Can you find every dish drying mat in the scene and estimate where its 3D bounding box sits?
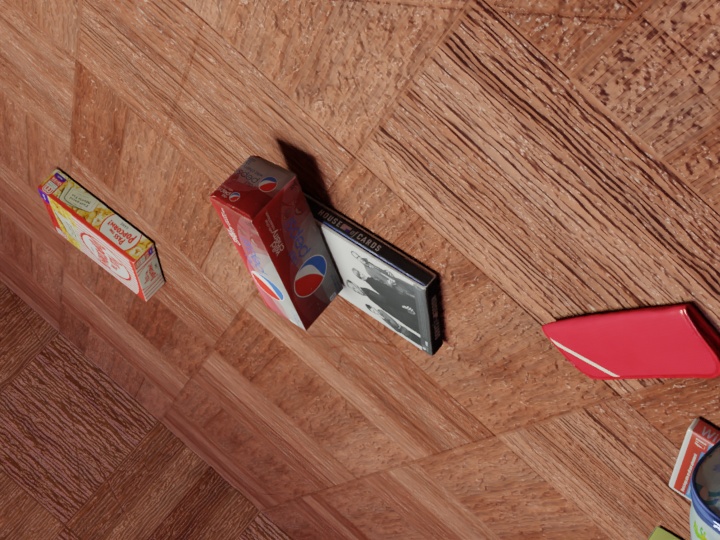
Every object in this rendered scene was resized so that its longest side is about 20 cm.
[{"bbox_3d":[0.230,0.064,1.014,0.077,0.018,0.200,47,159,-13],"label":"dish drying mat"}]

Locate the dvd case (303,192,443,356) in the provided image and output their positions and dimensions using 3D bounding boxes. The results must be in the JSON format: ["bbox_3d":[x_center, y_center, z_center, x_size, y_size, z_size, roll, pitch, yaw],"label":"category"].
[{"bbox_3d":[0.000,0.000,1.291,0.200,0.025,0.150,33,159,23],"label":"dvd case"}]

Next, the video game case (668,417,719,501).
[{"bbox_3d":[0.372,0.218,1.073,0.200,0.017,0.143,33,158,22],"label":"video game case"}]

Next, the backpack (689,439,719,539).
[{"bbox_3d":[0.330,0.166,0.822,0.200,0.183,0.147,21,129,51],"label":"backpack"}]

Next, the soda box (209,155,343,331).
[{"bbox_3d":[-0.083,-0.026,1.251,0.063,0.070,0.200,30,157,32],"label":"soda box"}]

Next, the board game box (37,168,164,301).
[{"bbox_3d":[-0.399,-0.053,1.873,0.200,0.046,0.152,36,159,14],"label":"board game box"}]

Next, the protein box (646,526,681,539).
[{"bbox_3d":[0.373,0.417,1.311,0.198,0.135,0.200,29,157,31],"label":"protein box"}]
